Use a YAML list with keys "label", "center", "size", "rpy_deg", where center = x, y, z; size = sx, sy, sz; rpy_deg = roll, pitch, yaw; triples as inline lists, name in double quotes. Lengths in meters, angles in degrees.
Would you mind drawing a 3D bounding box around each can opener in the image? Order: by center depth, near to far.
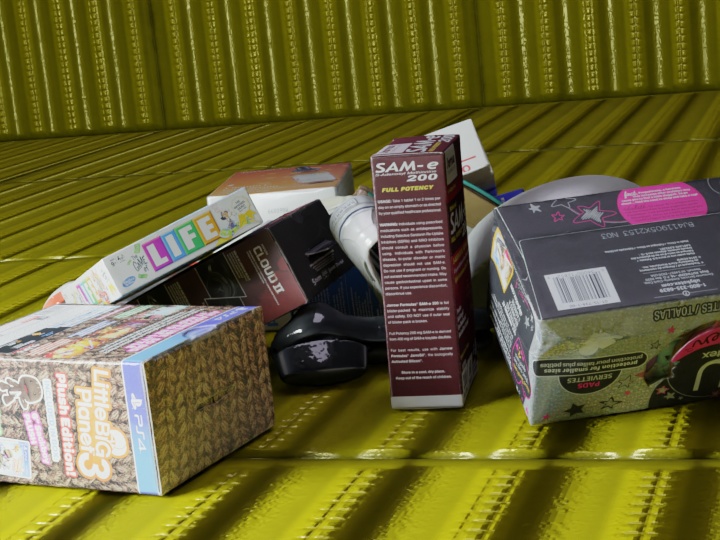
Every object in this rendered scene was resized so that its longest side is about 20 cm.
- label: "can opener"
  center: [0.020, 0.062, 1.295]
  size: [0.200, 0.079, 0.063]
  rpy_deg: [-6, -28, -15]

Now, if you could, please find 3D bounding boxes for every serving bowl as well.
- label: "serving bowl"
  center: [0.173, -0.027, 1.329]
  size: [0.200, 0.066, 0.200]
  rpy_deg: [-14, -25, -7]

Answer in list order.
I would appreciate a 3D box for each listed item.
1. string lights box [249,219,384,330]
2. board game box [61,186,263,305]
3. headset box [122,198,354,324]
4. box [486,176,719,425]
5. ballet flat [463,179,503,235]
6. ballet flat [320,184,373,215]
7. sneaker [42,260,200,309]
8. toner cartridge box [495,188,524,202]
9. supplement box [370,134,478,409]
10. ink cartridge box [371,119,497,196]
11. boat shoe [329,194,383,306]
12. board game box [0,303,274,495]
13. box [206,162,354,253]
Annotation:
- label: "string lights box"
  center: [0.000, 0.000, 1.460]
  size: [0.200, 0.103, 0.059]
  rpy_deg: [-2, 14, 17]
- label: "board game box"
  center: [-0.174, -0.010, 1.283]
  size: [0.134, 0.034, 0.200]
  rpy_deg: [-29, 3, -22]
- label: "headset box"
  center: [-0.106, 0.014, 1.339]
  size: [0.200, 0.077, 0.149]
  rpy_deg: [-26, 4, 19]
- label: "box"
  center: [0.207, 0.023, 1.117]
  size: [0.200, 0.115, 0.132]
  rpy_deg: [-8, 43, -7]
- label: "ballet flat"
  center: [0.148, -0.026, 1.420]
  size: [0.200, 0.063, 0.069]
  rpy_deg: [25, 3, -21]
- label: "ballet flat"
  center: [-0.056, -0.030, 1.535]
  size: [0.200, 0.067, 0.068]
  rpy_deg: [-30, 28, 22]
- label: "sneaker"
  center: [-0.206, 0.048, 1.476]
  size: [0.200, 0.077, 0.082]
  rpy_deg: [-13, 40, -26]
- label: "toner cartridge box"
  center: [0.078, -0.033, 1.616]
  size: [0.200, 0.043, 0.095]
  rpy_deg: [-17, -6, -18]
- label: "supplement box"
  center: [0.053, -0.001, 1.192]
  size: [0.061, 0.200, 0.109]
  rpy_deg: [-3, 12, 11]
- label: "ink cartridge box"
  center: [0.081, -0.101, 1.615]
  size: [0.116, 0.067, 0.200]
  rpy_deg: [-20, -11, 3]
- label: "boat shoe"
  center: [0.043, 0.012, 1.327]
  size: [0.200, 0.074, 0.067]
  rpy_deg: [37, 12, -43]
- label: "board game box"
  center: [-0.192, 0.090, 1.127]
  size: [0.200, 0.097, 0.159]
  rpy_deg: [0, 13, 28]
- label: "box"
  center: [-0.087, -0.058, 1.787]
  size: [0.152, 0.107, 0.200]
  rpy_deg: [-5, 12, 5]
